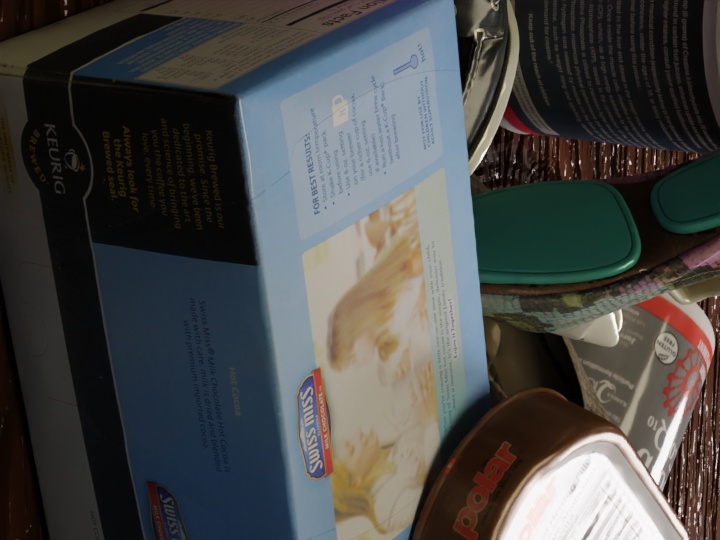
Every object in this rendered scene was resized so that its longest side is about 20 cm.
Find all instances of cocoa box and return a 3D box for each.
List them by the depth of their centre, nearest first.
[{"bbox_3d":[-0.042,0.004,0.736,0.133,0.131,0.201,-33,123,-47],"label":"cocoa box"}]

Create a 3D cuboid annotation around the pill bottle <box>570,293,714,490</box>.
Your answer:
[{"bbox_3d":[0.087,0.098,0.958,0.116,0.115,0.201,49,59,-48],"label":"pill bottle"}]

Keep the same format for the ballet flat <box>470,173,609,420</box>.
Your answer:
[{"bbox_3d":[0.063,0.025,0.884,0.067,0.046,0.201,-25,83,-19],"label":"ballet flat"}]

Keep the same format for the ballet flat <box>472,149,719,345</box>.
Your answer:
[{"bbox_3d":[0.122,-0.008,0.845,0.071,0.199,0.069,70,6,-46],"label":"ballet flat"}]

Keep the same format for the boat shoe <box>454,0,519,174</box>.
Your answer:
[{"bbox_3d":[0.031,-0.134,0.860,0.066,0.074,0.200,24,78,-52],"label":"boat shoe"}]

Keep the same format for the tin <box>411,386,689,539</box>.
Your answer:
[{"bbox_3d":[0.081,0.123,0.804,0.112,0.042,0.200,-60,146,-15],"label":"tin"}]

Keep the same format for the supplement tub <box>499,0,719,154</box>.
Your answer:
[{"bbox_3d":[0.153,-0.125,0.926,0.140,0.199,0.141,-18,113,-52],"label":"supplement tub"}]
